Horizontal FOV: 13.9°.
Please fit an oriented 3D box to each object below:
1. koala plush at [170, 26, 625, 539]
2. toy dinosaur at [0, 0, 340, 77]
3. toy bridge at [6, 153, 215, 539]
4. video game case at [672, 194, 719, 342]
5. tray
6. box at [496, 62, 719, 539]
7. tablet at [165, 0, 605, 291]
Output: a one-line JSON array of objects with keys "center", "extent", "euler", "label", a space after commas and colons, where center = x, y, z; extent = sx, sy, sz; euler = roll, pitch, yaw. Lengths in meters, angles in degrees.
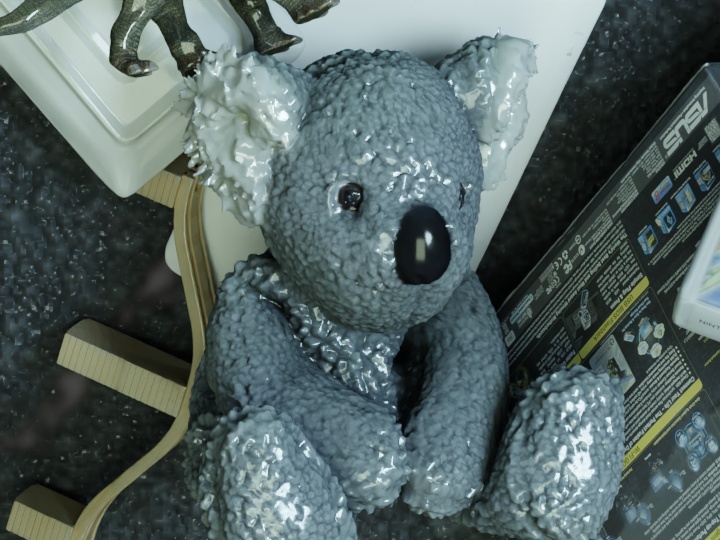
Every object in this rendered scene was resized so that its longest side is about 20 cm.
[{"center": [0.000, 0.000, 1.202], "extent": [0.177, 0.184, 0.200], "euler": [-7, 107, -17], "label": "koala plush"}, {"center": [-0.072, -0.134, 1.190], "extent": [0.200, 0.077, 0.102], "euler": [-19, 83, -10], "label": "toy dinosaur"}, {"center": [-0.100, 0.044, 1.301], "extent": [0.067, 0.027, 0.200], "euler": [23, 112, 12], "label": "toy bridge"}, {"center": [0.234, -0.027, 1.112], "extent": [0.182, 0.200, 0.022], "euler": [20, 146, 10], "label": "video game case"}, {"center": [-0.123, -0.135, 1.223], "extent": [0.107, 0.022, 0.200], "euler": [-39, 102, 3], "label": "tray"}, {"center": [0.137, 0.037, 1.195], "extent": [0.049, 0.161, 0.200], "euler": [-3, 146, -35], "label": "box"}, {"center": [0.009, -0.062, 1.268], "extent": [0.130, 0.014, 0.200], "euler": [23, 111, -6], "label": "tablet"}]
